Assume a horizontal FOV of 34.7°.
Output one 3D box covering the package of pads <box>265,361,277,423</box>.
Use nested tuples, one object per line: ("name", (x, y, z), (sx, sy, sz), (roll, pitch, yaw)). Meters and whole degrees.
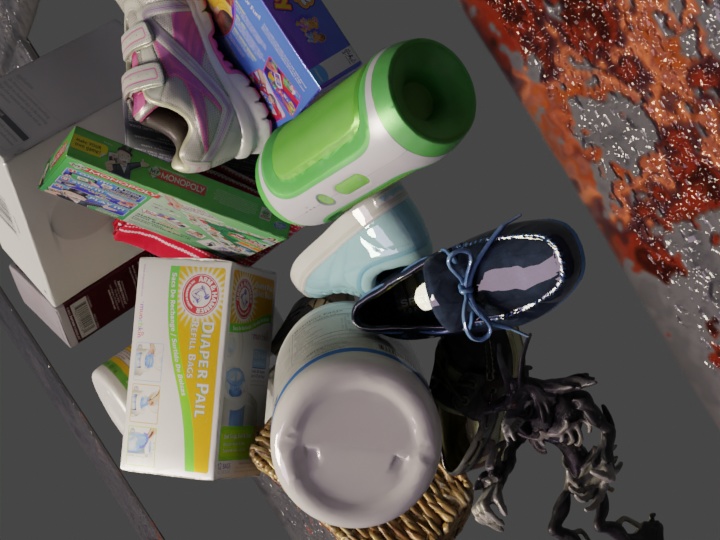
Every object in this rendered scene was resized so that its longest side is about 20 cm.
("package of pads", (-0.028, 0.200, 1.255), (0.199, 0.068, 0.156), (40, 150, 29))

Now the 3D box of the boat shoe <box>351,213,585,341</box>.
("boat shoe", (0.073, 0.021, 0.831), (0.199, 0.068, 0.085), (-29, 79, 46))

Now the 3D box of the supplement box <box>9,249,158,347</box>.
("supplement box", (-0.272, -0.014, 1.276), (0.108, 0.199, 0.062), (33, 147, 36))

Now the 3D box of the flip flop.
("flip flop", (-0.039, 0.061, 1.115), (0.057, 0.082, 0.200), (39, 161, -8))

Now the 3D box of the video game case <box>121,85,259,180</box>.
("video game case", (-0.153, -0.097, 1.095), (0.140, 0.019, 0.201), (13, 147, 0))

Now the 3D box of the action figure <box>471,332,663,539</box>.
("action figure", (0.149, 0.153, 0.859), (0.118, 0.102, 0.202), (-26, 99, 42))

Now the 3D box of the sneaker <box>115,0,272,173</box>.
("sneaker", (-0.157, -0.166, 0.932), (0.202, 0.088, 0.081), (56, 154, -1))

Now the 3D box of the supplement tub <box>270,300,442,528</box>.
("supplement tub", (-0.007, 0.108, 0.923), (0.133, 0.131, 0.200), (60, -178, -10))

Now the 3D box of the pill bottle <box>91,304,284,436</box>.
("pill bottle", (-0.178, 0.100, 1.240), (0.111, 0.199, 0.112), (43, 155, 26))

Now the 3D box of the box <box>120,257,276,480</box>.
("box", (-0.153, 0.093, 1.111), (0.100, 0.204, 0.112), (3, 174, 20))

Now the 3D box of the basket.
("basket", (0.012, 0.193, 1.108), (0.199, 0.143, 0.149), (38, 170, 16))

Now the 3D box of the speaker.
("speaker", (-0.002, -0.095, 0.837), (0.089, 0.088, 0.199), (58, 146, -5))

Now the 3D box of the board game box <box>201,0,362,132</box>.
("board game box", (-0.092, -0.212, 0.922), (0.202, 0.045, 0.134), (56, 154, -1))

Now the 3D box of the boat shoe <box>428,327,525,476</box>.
("boat shoe", (0.089, 0.094, 0.937), (0.072, 0.066, 0.203), (36, 147, 39))

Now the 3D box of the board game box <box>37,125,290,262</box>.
("board game box", (-0.172, -0.061, 1.009), (0.197, 0.030, 0.134), (21, 163, -22))

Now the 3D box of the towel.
("towel", (-0.148, -0.045, 1.119), (0.143, 0.023, 0.199), (24, 151, -22))

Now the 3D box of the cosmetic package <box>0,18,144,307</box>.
("cosmetic package", (-0.282, -0.112, 1.184), (0.123, 0.199, 0.201), (39, 149, 33))

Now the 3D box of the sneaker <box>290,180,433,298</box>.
("sneaker", (0.000, 0.000, 0.973), (0.083, 0.073, 0.200), (58, 154, 6))
